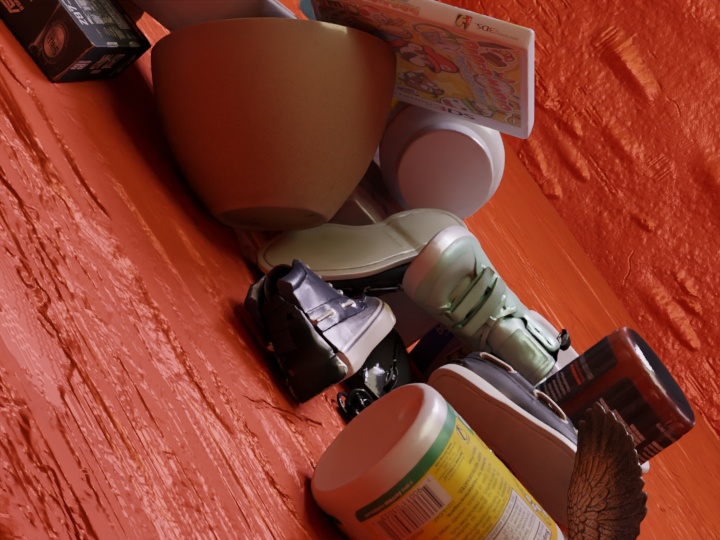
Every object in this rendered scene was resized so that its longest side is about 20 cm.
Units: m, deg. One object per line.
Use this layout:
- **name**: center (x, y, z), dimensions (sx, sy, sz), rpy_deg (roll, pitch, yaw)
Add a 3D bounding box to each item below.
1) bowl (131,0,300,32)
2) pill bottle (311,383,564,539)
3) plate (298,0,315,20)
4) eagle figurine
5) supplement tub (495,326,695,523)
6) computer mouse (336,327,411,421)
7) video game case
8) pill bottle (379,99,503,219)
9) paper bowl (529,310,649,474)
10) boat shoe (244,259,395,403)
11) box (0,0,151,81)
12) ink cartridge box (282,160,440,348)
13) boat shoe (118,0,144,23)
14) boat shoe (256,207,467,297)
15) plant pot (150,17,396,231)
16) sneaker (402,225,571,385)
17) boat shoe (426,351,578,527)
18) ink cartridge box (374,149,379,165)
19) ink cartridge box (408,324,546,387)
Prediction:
- **bowl**: center (-0.136, -0.233, 1.528), dimensions (0.200, 0.075, 0.200), rpy_deg (41, 6, 22)
- **pill bottle**: center (0.069, 0.183, 1.236), dimensions (0.200, 0.113, 0.113), rpy_deg (48, 12, -15)
- **plate**: center (0.038, -0.192, 1.578), dimensions (0.199, 0.026, 0.200), rpy_deg (17, -4, 1)
- **eagle figurine**: center (0.150, 0.220, 1.372), dimensions (0.151, 0.151, 0.201), rpy_deg (15, -46, 55)
- **supplement tub**: center (0.174, 0.143, 1.537), dimensions (0.107, 0.200, 0.107), rpy_deg (50, 12, -15)
- **computer mouse**: center (0.035, 0.103, 1.506), dimensions (0.140, 0.046, 0.200), rpy_deg (47, 13, -19)
- **video game case**: center (0.052, -0.173, 1.476), dimensions (0.181, 0.023, 0.200), rpy_deg (18, -14, 10)
- **pill bottle**: center (0.073, -0.111, 1.668), dimensions (0.113, 0.113, 0.200), rpy_deg (49, 11, -12)
- **paper bowl**: center (0.191, 0.148, 1.824), dimensions (0.201, 0.104, 0.201), rpy_deg (48, 12, -14)
- **boat shoe**: center (-0.031, 0.028, 1.398), dimensions (0.093, 0.074, 0.200), rpy_deg (58, 12, -6)
- **box**: center (-0.257, -0.239, 1.411), dimensions (0.200, 0.043, 0.160), rpy_deg (52, 12, -1)
- **ink cartridge box**: center (0.001, -0.030, 1.672), dimensions (0.147, 0.086, 0.200), rpy_deg (48, 11, -21)
- **boat shoe**: center (-0.238, -0.303, 1.608), dimensions (0.200, 0.069, 0.074), rpy_deg (58, 12, 17)
- **boat shoe**: center (-0.001, -0.001, 1.518), dimensions (0.199, 0.066, 0.074), rpy_deg (-16, 44, -36)
- **plant pot**: center (-0.070, -0.106, 1.457), dimensions (0.200, 0.199, 0.135), rpy_deg (26, 62, -64)
- **sneaker**: center (0.111, 0.035, 1.511), dimensions (0.118, 0.074, 0.200), rpy_deg (41, 1, 26)
- **boat shoe**: center (0.144, 0.136, 1.461), dimensions (0.200, 0.074, 0.060), rpy_deg (35, 40, 24)
- **ink cartridge box**: center (0.009, -0.125, 1.836), dimensions (0.200, 0.147, 0.086), rpy_deg (47, 12, -25)
- **ink cartridge box**: center (0.113, 0.099, 1.670), dimensions (0.200, 0.042, 0.119), rpy_deg (57, -32, 14)
